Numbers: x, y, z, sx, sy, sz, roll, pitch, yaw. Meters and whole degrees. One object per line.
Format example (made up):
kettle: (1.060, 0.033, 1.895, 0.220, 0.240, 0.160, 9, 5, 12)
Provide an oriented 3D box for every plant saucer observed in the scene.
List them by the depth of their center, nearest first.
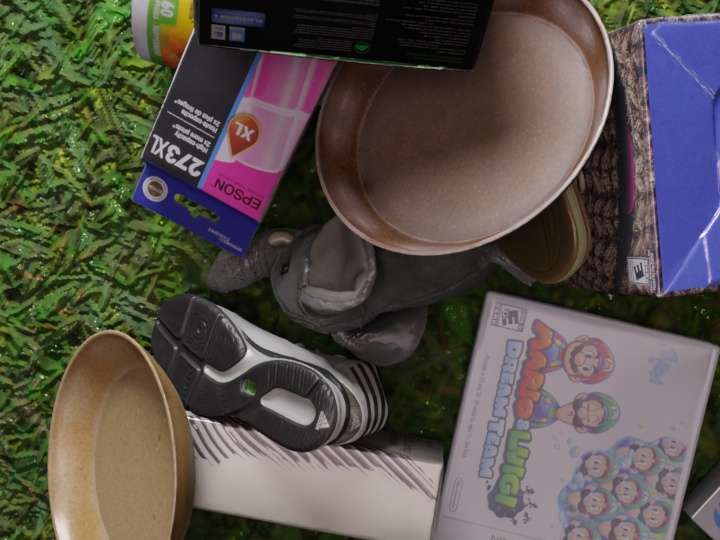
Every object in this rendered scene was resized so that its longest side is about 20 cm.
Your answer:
plant saucer: (0.064, -0.096, 0.704, 0.198, 0.034, 0.203, -13, 61, 24)
plant saucer: (-0.171, 0.145, 0.827, 0.035, 0.199, 0.204, 3, 95, -39)

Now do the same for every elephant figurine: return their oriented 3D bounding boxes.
elephant figurine: (0.000, 0.000, 0.811, 0.200, 0.155, 0.142, -43, 105, 5)

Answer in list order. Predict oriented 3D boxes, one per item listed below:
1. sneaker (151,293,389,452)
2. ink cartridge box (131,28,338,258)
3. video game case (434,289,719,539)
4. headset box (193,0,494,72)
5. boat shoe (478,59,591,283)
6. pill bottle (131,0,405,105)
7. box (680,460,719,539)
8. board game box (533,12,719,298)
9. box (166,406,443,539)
sneaker: (-0.063, 0.080, 0.847, 0.199, 0.115, 0.077, 26, 98, 36)
ink cartridge box: (-0.085, -0.105, 0.767, 0.094, 0.037, 0.201, 27, 117, -3)
video game case: (0.161, 0.133, 0.858, 0.179, 0.024, 0.203, 13, 94, 3)
headset box: (-0.008, -0.234, 0.689, 0.171, 0.093, 0.202, 4, 57, -6)
boat shoe: (0.107, -0.077, 0.748, 0.074, 0.062, 0.202, -56, 44, 35)
pill bottle: (-0.053, -0.182, 0.808, 0.197, 0.111, 0.113, 14, 95, 3)
box: (0.366, 0.189, 0.840, 0.200, 0.041, 0.156, 43, 95, 1)
board game box: (0.182, -0.071, 0.746, 0.095, 0.200, 0.162, -6, 93, -15)
box: (-0.039, 0.150, 0.845, 0.197, 0.082, 0.069, 9, 94, 2)
